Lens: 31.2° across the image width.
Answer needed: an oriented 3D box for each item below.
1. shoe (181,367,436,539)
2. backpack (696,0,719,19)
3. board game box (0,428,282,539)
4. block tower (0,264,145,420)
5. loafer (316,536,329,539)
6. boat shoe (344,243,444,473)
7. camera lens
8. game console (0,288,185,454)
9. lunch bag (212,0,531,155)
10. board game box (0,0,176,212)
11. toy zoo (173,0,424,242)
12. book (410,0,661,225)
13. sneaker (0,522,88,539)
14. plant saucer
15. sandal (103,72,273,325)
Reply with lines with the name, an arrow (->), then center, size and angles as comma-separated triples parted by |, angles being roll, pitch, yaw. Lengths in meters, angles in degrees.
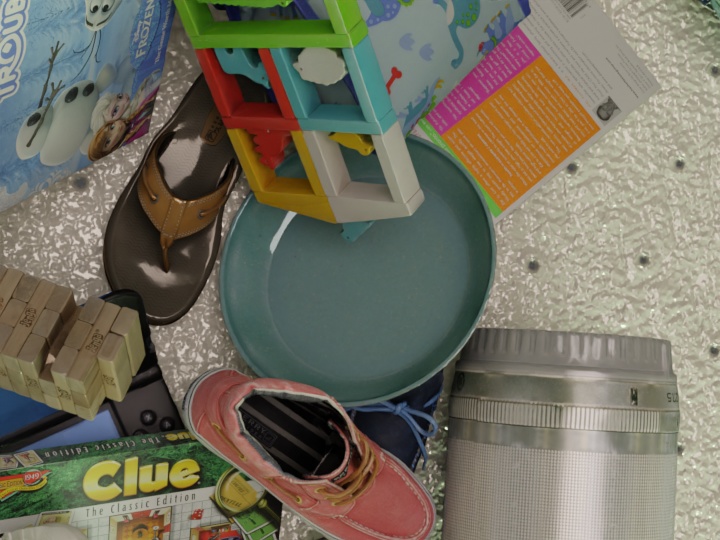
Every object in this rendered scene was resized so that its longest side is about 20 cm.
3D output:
shoe -> -0.018, 0.129, 0.827 | 0.200, 0.091, 0.072 | 35, 75, -20
backpack -> 0.338, -0.236, 0.986 | 0.167, 0.127, 0.200 | -38, 98, -2
board game box -> -0.145, 0.157, 0.852 | 0.200, 0.023, 0.105 | -5, 115, -25
block tower -> -0.229, 0.024, 0.746 | 0.200, 0.058, 0.054 | 18, 58, 7
loafer -> 0.031, 0.250, 0.858 | 0.063, 0.200, 0.072 | -9, 128, -46
boat shoe -> 0.020, 0.072, 0.915 | 0.084, 0.069, 0.200 | 6, 85, -14
camera lens -> 0.138, 0.144, 0.895 | 0.160, 0.160, 0.200 | 4, 86, -14
game console -> -0.207, 0.127, 0.828 | 0.200, 0.118, 0.171 | -24, 93, -14
lunch bag -> -0.005, -0.205, 0.859 | 0.170, 0.127, 0.200 | -48, 129, -23
board game box -> -0.187, -0.136, 0.771 | 0.043, 0.200, 0.199 | 34, 41, 16
toy zoo -> -0.035, -0.100, 0.821 | 0.020, 0.131, 0.200 | -50, 133, -37
book -> 0.111, -0.129, 0.963 | 0.200, 0.048, 0.134 | -38, 93, -14
sneaker -> -0.186, 0.214, 0.804 | 0.080, 0.200, 0.076 | -9, 54, -31
plant saucer -> 0.000, 0.000, 0.891 | 0.200, 0.036, 0.200 | -6, 71, 17
sandal -> -0.116, -0.060, 0.891 | 0.082, 0.055, 0.200 | 29, 81, -5
